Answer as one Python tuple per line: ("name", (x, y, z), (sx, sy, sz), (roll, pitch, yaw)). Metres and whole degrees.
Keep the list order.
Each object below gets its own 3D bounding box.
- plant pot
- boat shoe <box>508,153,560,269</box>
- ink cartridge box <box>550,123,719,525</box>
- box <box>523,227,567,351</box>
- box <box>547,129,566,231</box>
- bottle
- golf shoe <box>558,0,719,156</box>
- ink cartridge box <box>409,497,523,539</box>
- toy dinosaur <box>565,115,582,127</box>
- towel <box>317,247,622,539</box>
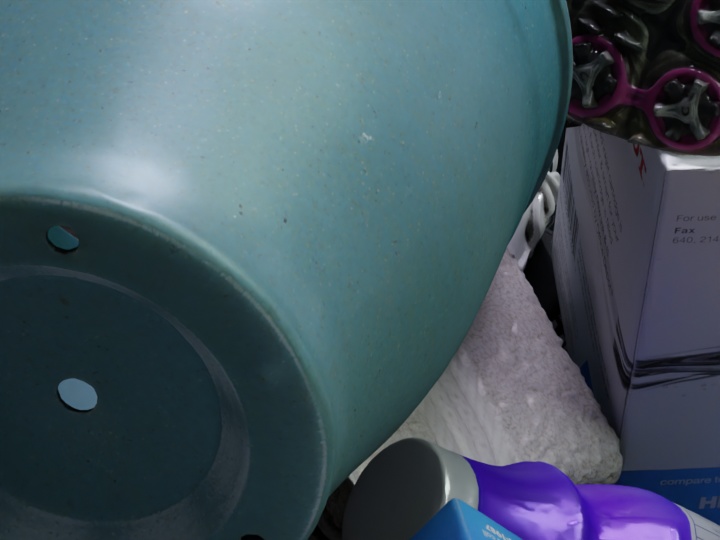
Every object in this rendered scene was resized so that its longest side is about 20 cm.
("plant pot", (-0.055, -0.014, 0.792), (0.200, 0.200, 0.188), (40, 35, -15))
("boat shoe", (0.048, -0.034, 1.167), (0.200, 0.065, 0.072), (-96, 161, -73))
("ink cartridge box", (0.121, -0.022, 1.040), (0.085, 0.201, 0.147), (-1, 49, -6))
("box", (0.138, 0.085, 1.182), (0.160, 0.044, 0.200), (28, 26, -40))
("box", (0.100, -0.111, 1.326), (0.043, 0.160, 0.200), (36, 22, -23))
("bottle", (0.081, 0.109, 0.955), (0.200, 0.083, 0.066), (27, 46, -35))
("golf shoe", (0.060, -0.095, 0.906), (0.200, 0.073, 0.092), (33, 11, 27))
("ink cartridge box", (0.065, 0.170, 0.821), (0.116, 0.067, 0.200), (35, 21, -31))
("toy dinosaur", (0.019, -0.038, 0.956), (0.199, 0.102, 0.077), (-1, 54, -39))
("towel", (0.000, 0.000, 1.012), (0.132, 0.035, 0.200), (-8, 58, -42))
